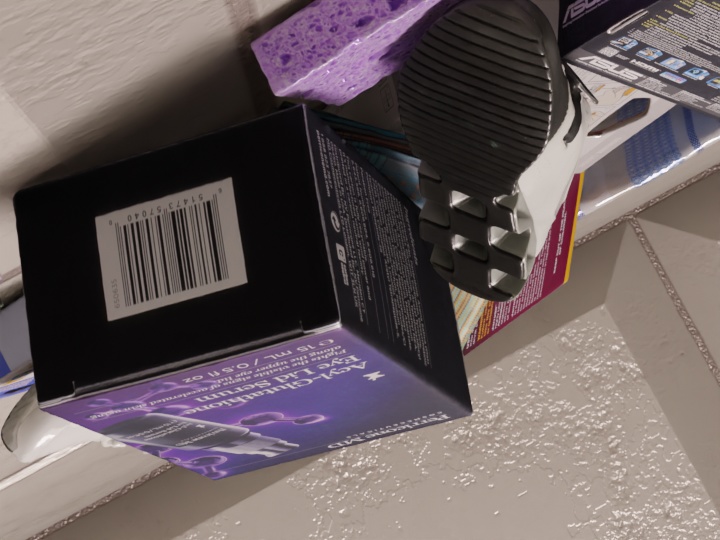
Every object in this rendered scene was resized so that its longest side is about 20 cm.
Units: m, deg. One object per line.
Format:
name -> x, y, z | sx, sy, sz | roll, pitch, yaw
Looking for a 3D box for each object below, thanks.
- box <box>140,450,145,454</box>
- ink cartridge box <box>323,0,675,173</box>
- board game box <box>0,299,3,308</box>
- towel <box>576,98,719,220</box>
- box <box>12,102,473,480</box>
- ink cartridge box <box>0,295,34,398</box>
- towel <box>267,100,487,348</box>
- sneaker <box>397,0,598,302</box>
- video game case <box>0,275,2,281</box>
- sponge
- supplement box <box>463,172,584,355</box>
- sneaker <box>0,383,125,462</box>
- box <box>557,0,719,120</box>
box -> -0.048, 0.046, 1.331 | 0.199, 0.037, 0.145 | -9, -150, -6
ink cartridge box -> 0.080, -0.093, 1.115 | 0.175, 0.045, 0.200 | -9, 167, -24
board game box -> -0.260, 0.043, 0.999 | 0.105, 0.024, 0.200 | -33, 173, 21
towel -> 0.201, -0.120, 1.377 | 0.199, 0.024, 0.147 | -30, -146, 20
box -> -0.049, 0.018, 0.988 | 0.147, 0.105, 0.200 | -16, 160, 17
ink cartridge box -> -0.144, 0.014, 1.208 | 0.200, 0.042, 0.119 | -35, 173, 27
towel -> 0.000, 0.000, 1.117 | 0.146, 0.022, 0.200 | 12, 138, -10
sneaker -> 0.067, -0.075, 0.961 | 0.089, 0.074, 0.200 | -56, 164, -26
video game case -> -0.257, 0.054, 0.862 | 0.181, 0.036, 0.200 | -17, 163, -32
sponge -> 0.055, -0.134, 0.911 | 0.199, 0.030, 0.112 | -30, 174, 12
supplement box -> 0.049, -0.021, 1.278 | 0.110, 0.086, 0.200 | 13, -161, 22
sneaker -> -0.110, 0.065, 1.198 | 0.199, 0.087, 0.074 | -25, 174, -33
box -> 0.215, -0.113, 0.978 | 0.199, 0.049, 0.161 | 17, 157, -28
